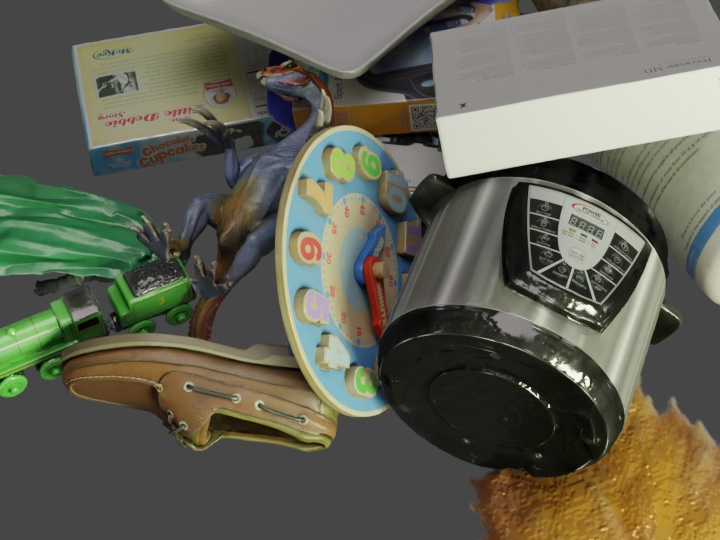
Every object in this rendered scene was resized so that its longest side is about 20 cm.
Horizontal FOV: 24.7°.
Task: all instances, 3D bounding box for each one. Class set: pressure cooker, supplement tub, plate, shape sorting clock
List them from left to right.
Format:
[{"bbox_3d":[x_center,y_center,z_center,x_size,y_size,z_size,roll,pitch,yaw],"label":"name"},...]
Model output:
[{"bbox_3d":[-0.019,-0.217,1.266,0.199,0.032,0.200,26,50,31],"label":"plate"},{"bbox_3d":[0.000,0.000,1.131,0.039,0.200,0.200,-4,50,26],"label":"shape sorting clock"},{"bbox_3d":[0.115,0.016,1.125,0.178,0.176,0.200,1,49,31],"label":"pressure cooker"},{"bbox_3d":[0.255,-0.084,1.223,0.132,0.132,0.200,-25,58,-17],"label":"supplement tub"}]

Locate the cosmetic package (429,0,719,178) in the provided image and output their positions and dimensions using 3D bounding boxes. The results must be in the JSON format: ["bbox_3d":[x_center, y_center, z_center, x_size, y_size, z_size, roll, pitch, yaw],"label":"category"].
[{"bbox_3d":[0.150,-0.133,1.131,0.199,0.052,0.151,-10,27,7],"label":"cosmetic package"}]

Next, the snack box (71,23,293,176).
[{"bbox_3d":[-0.127,-0.147,1.331,0.199,0.037,0.116,-10,54,-7],"label":"snack box"}]

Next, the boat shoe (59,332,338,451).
[{"bbox_3d":[-0.113,0.087,1.137,0.199,0.072,0.068,2,69,6],"label":"boat shoe"}]

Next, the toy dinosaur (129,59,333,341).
[{"bbox_3d":[-0.081,-0.061,1.187,0.105,0.200,0.181,29,48,18],"label":"toy dinosaur"}]

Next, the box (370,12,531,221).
[{"bbox_3d":[0.069,-0.116,1.292,0.116,0.060,0.200,5,54,5],"label":"box"}]

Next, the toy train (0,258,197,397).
[{"bbox_3d":[-0.210,0.043,1.181,0.200,0.056,0.042,-23,57,-16],"label":"toy train"}]

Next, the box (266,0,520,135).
[{"bbox_3d":[0.026,-0.160,1.263,0.199,0.042,0.119,-3,53,3],"label":"box"}]

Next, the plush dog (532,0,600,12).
[{"bbox_3d":[0.182,-0.248,1.273,0.160,0.200,0.172,-6,23,43],"label":"plush dog"}]

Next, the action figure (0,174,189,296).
[{"bbox_3d":[-0.227,-0.023,1.232,0.199,0.055,0.118,8,52,-2],"label":"action figure"}]
